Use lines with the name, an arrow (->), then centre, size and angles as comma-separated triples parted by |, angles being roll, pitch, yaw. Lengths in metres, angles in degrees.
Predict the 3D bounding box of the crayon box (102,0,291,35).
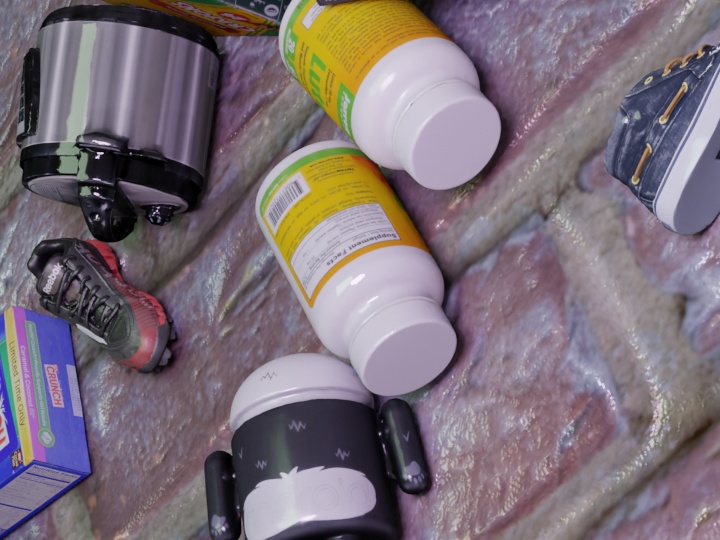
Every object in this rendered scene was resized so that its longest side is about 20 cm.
crayon box -> -0.153, -0.255, 1.856 | 0.199, 0.126, 0.051 | 8, 84, 49

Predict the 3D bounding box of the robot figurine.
robot figurine -> -0.037, 0.165, 1.609 | 0.125, 0.149, 0.202 | 128, 137, -54

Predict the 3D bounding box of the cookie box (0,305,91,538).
cookie box -> -0.360, 0.159, 1.998 | 0.200, 0.075, 0.172 | -36, 53, 34

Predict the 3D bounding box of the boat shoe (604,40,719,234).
boat shoe -> 0.242, -0.132, 1.425 | 0.091, 0.071, 0.201 | 43, 113, 41

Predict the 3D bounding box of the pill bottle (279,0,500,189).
pill bottle -> 0.026, -0.152, 1.628 | 0.112, 0.111, 0.200 | -58, 44, 18

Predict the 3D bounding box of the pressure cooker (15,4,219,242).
pressure cooker -> -0.222, -0.127, 1.857 | 0.178, 0.175, 0.202 | -2, 78, 44

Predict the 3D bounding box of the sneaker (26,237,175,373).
sneaker -> -0.248, 0.030, 1.898 | 0.200, 0.097, 0.071 | 44, 109, 43

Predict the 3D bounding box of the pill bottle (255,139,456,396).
pill bottle -> 0.000, 0.000, 1.624 | 0.111, 0.111, 0.201 | -51, 47, 25

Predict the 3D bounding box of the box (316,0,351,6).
box -> 0.041, -0.310, 1.629 | 0.157, 0.048, 0.201 | -8, 51, 21
